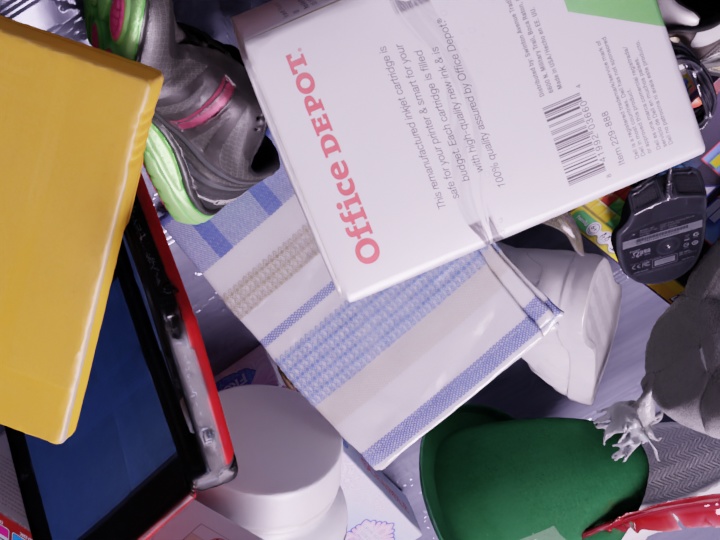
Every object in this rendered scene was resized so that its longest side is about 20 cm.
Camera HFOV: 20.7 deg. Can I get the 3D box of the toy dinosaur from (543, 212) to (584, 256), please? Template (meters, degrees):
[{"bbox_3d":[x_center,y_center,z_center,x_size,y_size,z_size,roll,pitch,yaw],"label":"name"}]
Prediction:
[{"bbox_3d":[0.046,-0.080,1.077,0.102,0.077,0.200,-38,108,6],"label":"toy dinosaur"}]

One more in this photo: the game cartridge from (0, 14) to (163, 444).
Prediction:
[{"bbox_3d":[-0.203,-0.032,0.984,0.175,0.032,0.201,20,109,6],"label":"game cartridge"}]

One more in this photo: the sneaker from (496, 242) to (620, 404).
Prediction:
[{"bbox_3d":[0.099,0.025,1.236,0.115,0.074,0.200,12,163,15],"label":"sneaker"}]

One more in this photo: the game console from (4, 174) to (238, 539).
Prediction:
[{"bbox_3d":[-0.148,0.040,1.048,0.118,0.200,0.173,-19,134,-7],"label":"game console"}]

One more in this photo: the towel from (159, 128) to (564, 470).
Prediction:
[{"bbox_3d":[0.000,0.000,1.126,0.147,0.024,0.200,-41,93,13],"label":"towel"}]

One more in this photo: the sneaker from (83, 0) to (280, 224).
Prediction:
[{"bbox_3d":[-0.090,-0.103,1.032,0.083,0.077,0.200,-22,151,-1],"label":"sneaker"}]

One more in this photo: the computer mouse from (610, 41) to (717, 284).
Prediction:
[{"bbox_3d":[0.171,-0.062,1.126,0.058,0.034,0.201,-14,142,-6],"label":"computer mouse"}]

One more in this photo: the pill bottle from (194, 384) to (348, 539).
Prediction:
[{"bbox_3d":[-0.067,0.175,1.203,0.113,0.114,0.201,-7,130,-19],"label":"pill bottle"}]

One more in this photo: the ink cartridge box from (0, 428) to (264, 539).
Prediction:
[{"bbox_3d":[-0.140,0.206,1.140,0.084,0.199,0.176,-39,145,-43],"label":"ink cartridge box"}]

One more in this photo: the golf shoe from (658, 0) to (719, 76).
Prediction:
[{"bbox_3d":[0.152,-0.130,1.105,0.199,0.078,0.095,-29,149,6],"label":"golf shoe"}]

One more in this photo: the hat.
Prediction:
[{"bbox_3d":[0.164,0.120,1.255,0.176,0.166,0.199,-37,151,32],"label":"hat"}]

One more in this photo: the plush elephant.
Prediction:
[{"bbox_3d":[0.262,0.070,1.212,0.154,0.165,0.200,13,141,-28],"label":"plush elephant"}]

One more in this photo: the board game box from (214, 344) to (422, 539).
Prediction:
[{"bbox_3d":[-0.089,0.167,1.294,0.199,0.041,0.200,-35,133,7],"label":"board game box"}]

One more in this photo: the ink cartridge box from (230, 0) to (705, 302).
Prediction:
[{"bbox_3d":[0.051,-0.094,0.989,0.199,0.084,0.147,-22,108,-2],"label":"ink cartridge box"}]

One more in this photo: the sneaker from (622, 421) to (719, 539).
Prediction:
[{"bbox_3d":[0.181,0.183,1.414,0.199,0.074,0.116,-19,137,4],"label":"sneaker"}]

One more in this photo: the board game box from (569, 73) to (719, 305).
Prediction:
[{"bbox_3d":[0.231,-0.057,1.233,0.165,0.057,0.200,-43,132,16],"label":"board game box"}]
